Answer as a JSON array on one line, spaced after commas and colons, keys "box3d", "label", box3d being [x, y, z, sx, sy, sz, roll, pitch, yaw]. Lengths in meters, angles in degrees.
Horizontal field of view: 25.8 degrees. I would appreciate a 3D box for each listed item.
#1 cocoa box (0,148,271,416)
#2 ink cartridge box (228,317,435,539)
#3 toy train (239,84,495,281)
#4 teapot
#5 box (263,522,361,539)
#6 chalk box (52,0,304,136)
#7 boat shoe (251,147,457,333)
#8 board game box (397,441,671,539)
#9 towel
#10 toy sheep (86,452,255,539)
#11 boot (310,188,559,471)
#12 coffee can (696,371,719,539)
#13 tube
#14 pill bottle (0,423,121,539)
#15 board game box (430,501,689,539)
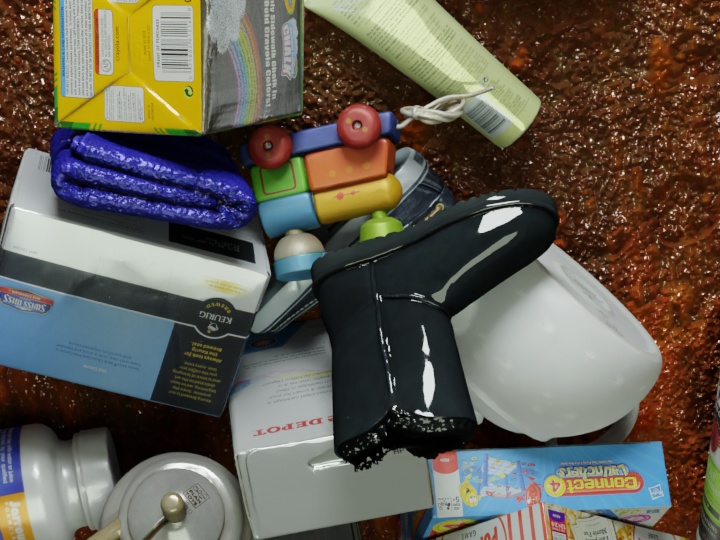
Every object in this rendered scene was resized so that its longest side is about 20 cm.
[{"box3d": [-0.186, 0.010, 1.225, 0.199, 0.133, 0.132, 15, 111, -13], "label": "cocoa box"}, {"box3d": [-0.029, 0.118, 1.256, 0.144, 0.200, 0.085, -10, 114, -3], "label": "ink cartridge box"}, {"box3d": [0.015, -0.065, 1.201, 0.199, 0.085, 0.116, -12, 84, 9], "label": "toy train"}, {"box3d": [0.136, 0.068, 1.268, 0.200, 0.197, 0.146, 43, 104, 11], "label": "teapot"}, {"box3d": [-0.051, 0.257, 1.313, 0.116, 0.200, 0.060, -12, 112, 0], "label": "box"}, {"box3d": [-0.118, -0.171, 1.141, 0.123, 0.200, 0.125, 6, 102, 22], "label": "chalk box"}, {"box3d": [0.000, 0.000, 1.279, 0.200, 0.071, 0.091, -43, 107, 8], "label": "boat shoe"}, {"box3d": [0.140, 0.206, 1.331, 0.195, 0.056, 0.200, -2, 155, -6], "label": "board game box"}, {"box3d": [-0.154, -0.079, 1.157, 0.147, 0.200, 0.050, 8, 102, -12], "label": "towel"}, {"box3d": [-0.145, 0.207, 1.234, 0.137, 0.200, 0.139, 2, 74, -6], "label": "toy sheep"}, {"box3d": [0.065, 0.046, 1.133, 0.199, 0.169, 0.076, -18, 148, 9], "label": "boot"}, {"box3d": [0.374, 0.155, 1.355, 0.146, 0.146, 0.201, -1, 113, -7], "label": "coffee can"}, {"box3d": [0.054, -0.177, 1.230, 0.200, 0.052, 0.058, 37, 62, -16], "label": "tube"}, {"box3d": [-0.299, 0.189, 1.297, 0.199, 0.112, 0.113, -11, 114, -4], "label": "pill bottle"}, {"box3d": [0.156, 0.244, 1.293, 0.199, 0.047, 0.151, 20, 146, -41], "label": "board game box"}]
